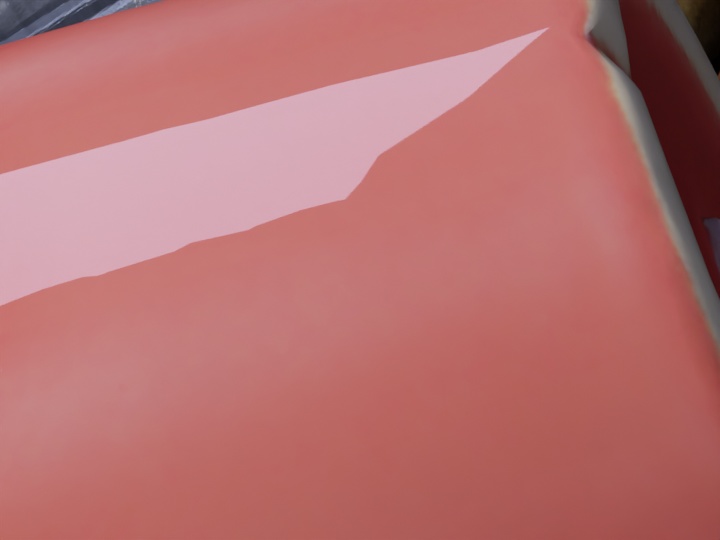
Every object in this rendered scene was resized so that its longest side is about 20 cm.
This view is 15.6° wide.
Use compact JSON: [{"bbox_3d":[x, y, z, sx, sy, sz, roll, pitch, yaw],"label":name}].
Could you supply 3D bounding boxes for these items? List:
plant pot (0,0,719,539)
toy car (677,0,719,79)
[{"bbox_3d":[-0.014,0.041,0.420,0.177,0.200,0.200,-24,12,14],"label":"plant pot"},{"bbox_3d":[0.073,-0.076,0.595,0.164,0.200,0.158,-41,11,-28],"label":"toy car"}]
